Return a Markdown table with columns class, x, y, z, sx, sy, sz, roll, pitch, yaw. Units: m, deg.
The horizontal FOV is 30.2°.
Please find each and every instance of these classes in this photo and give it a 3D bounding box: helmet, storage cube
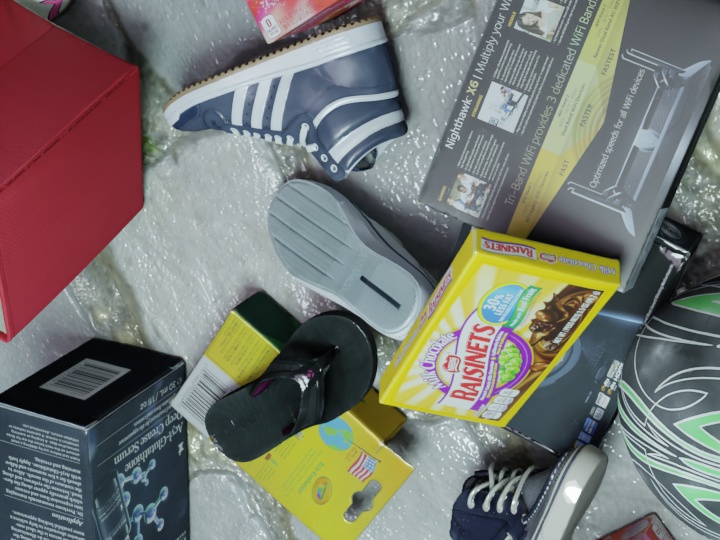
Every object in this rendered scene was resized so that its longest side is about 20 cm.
| class | x | y | z | sx | sy | sz | roll | pitch | yaw |
| --- | --- | --- | --- | --- | --- | --- | --- | --- | --- |
| helmet | 0.268 | 0.092 | 0.869 | 0.190 | 0.200 | 0.200 | -3 | 110 | -3 |
| storage cube | -0.294 | -0.088 | 1.062 | 0.171 | 0.180 | 0.200 | 29 | 145 | 15 |

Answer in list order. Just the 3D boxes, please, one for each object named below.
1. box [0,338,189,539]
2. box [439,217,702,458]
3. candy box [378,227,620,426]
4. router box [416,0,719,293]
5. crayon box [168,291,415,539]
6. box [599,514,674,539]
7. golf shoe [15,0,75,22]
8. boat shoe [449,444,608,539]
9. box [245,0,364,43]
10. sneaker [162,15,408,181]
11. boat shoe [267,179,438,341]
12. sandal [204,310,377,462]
| class | x | y | z | sx | sy | sz | roll | pitch | yaw |
| --- | --- | --- | --- | --- | --- | --- | --- | --- | --- |
| box | -0.236 | 0.185 | 1.185 | 0.107 | 0.148 | 0.200 | 12 | 114 | 23 |
| box | 0.139 | 0.028 | 0.994 | 0.160 | 0.044 | 0.200 | 28 | 119 | 15 |
| candy box | 0.090 | 0.045 | 0.917 | 0.102 | 0.026 | 0.200 | 14 | 143 | -10 |
| router box | 0.149 | -0.107 | 0.900 | 0.157 | 0.052 | 0.200 | 25 | 102 | 16 |
| crayon box | -0.052 | 0.130 | 1.127 | 0.200 | 0.051 | 0.127 | 42 | 122 | 8 |
| box | 0.233 | 0.306 | 1.019 | 0.095 | 0.103 | 0.200 | -35 | 92 | 33 |
| golf shoe | -0.250 | -0.256 | 1.056 | 0.200 | 0.092 | 0.073 | -38 | 91 | 34 |
| boat shoe | 0.120 | 0.177 | 1.015 | 0.093 | 0.075 | 0.200 | 32 | 144 | 16 |
| box | 0.005 | -0.251 | 0.923 | 0.200 | 0.095 | 0.100 | -25 | 96 | 32 |
| sneaker | -0.056 | -0.113 | 1.024 | 0.200 | 0.070 | 0.109 | -16 | 99 | 28 |
| boat shoe | 0.000 | 0.000 | 1.025 | 0.074 | 0.067 | 0.200 | -53 | 47 | 11 |
| sandal | -0.058 | 0.103 | 1.055 | 0.075 | 0.048 | 0.200 | 49 | 127 | 0 |
